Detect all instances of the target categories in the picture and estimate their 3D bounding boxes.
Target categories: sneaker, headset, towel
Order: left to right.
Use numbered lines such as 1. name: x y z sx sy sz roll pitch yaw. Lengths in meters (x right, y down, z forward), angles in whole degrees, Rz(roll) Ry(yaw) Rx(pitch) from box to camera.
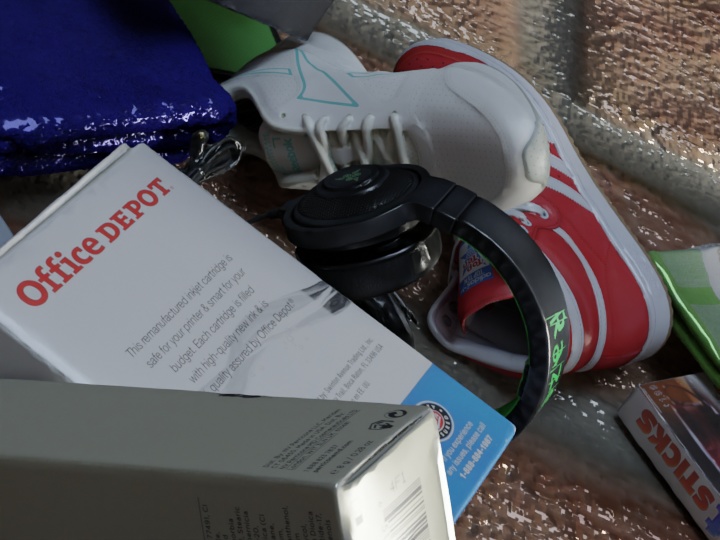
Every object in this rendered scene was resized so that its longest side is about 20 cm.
1. towel: -0.161 -0.121 1.076 0.147 0.050 0.200 -11 54 -40
2. headset: 0.000 0.000 1.015 0.199 0.124 0.094 23 35 15
3. sneaker: 0.003 -0.059 1.077 0.080 0.071 0.200 -26 27 -37
4. sneaker: 0.058 -0.031 1.131 0.112 0.071 0.200 -14 60 -49
5. towel: 0.237 0.039 1.203 0.199 0.031 0.149 -4 50 -51

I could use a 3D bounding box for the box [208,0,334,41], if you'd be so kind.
1. box: -0.058 -0.253 1.101 0.200 0.197 0.124 47 17 33

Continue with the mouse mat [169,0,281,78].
1. mouse mat: -0.138 -0.160 1.177 0.199 0.008 0.162 7 45 -34

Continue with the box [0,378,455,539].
1. box: -0.069 0.088 0.799 0.199 0.083 0.068 4 22 31

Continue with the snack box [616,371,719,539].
1. snack box: 0.203 0.131 1.099 0.072 0.024 0.200 -7 52 -44

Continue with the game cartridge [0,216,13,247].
1. game cartridge: -0.237 -0.042 0.946 0.200 0.042 0.133 42 41 10

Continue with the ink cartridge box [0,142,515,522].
1. ink cartridge box: -0.058 0.061 0.924 0.199 0.086 0.146 36 36 5
